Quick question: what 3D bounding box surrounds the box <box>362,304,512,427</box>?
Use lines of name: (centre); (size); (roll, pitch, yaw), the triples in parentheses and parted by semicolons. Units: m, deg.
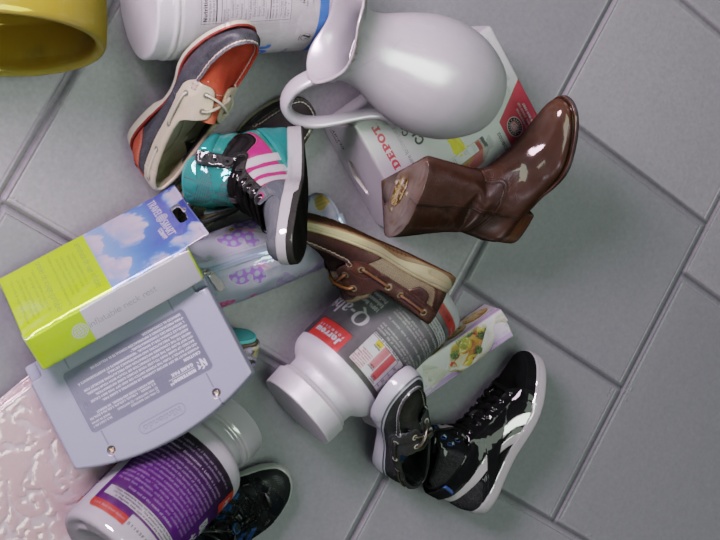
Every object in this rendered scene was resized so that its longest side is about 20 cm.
box: (0.083, 0.107, 1.670); (0.200, 0.041, 0.039); (-33, 109, -18)

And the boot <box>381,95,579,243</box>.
boot: (0.122, -0.109, 1.534); (0.199, 0.064, 0.187); (6, 116, -40)

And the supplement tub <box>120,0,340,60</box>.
supplement tub: (-0.128, -0.280, 1.466); (0.199, 0.132, 0.133); (-8, 100, -24)

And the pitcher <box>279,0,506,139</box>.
pitcher: (0.033, -0.190, 1.484); (0.199, 0.122, 0.172); (16, 134, -33)

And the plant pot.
plant pot: (-0.333, -0.294, 1.342); (0.200, 0.201, 0.190); (3, 79, -26)

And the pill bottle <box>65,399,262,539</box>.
pill bottle: (-0.192, 0.218, 1.485); (0.200, 0.111, 0.112); (-46, 114, -33)

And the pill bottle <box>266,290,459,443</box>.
pill bottle: (0.002, 0.084, 1.585); (0.200, 0.116, 0.116); (-44, 113, -15)

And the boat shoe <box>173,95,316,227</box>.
boat shoe: (-0.115, -0.108, 1.530); (0.201, 0.066, 0.072); (-42, 111, -16)

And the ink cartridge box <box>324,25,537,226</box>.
ink cartridge box: (0.083, -0.154, 1.611); (0.200, 0.083, 0.145); (-37, 110, -17)

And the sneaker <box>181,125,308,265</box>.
sneaker: (-0.113, -0.074, 1.416); (0.120, 0.200, 0.084); (-3, 125, 1)

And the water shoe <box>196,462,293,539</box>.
water shoe: (-0.145, 0.280, 1.559); (0.200, 0.079, 0.072); (-34, 110, -19)

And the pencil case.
pencil case: (-0.111, -0.016, 1.531); (0.199, 0.091, 0.083); (-20, 77, -24)

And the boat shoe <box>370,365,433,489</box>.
boat shoe: (0.052, 0.172, 1.590); (0.069, 0.057, 0.200); (-41, 156, -24)

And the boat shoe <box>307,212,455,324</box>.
boat shoe: (0.000, 0.000, 1.499); (0.199, 0.072, 0.072); (23, 94, -25)

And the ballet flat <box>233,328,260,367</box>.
ballet flat: (-0.200, 0.096, 1.518); (0.200, 0.072, 0.072); (2, 96, -25)

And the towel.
towel: (-0.334, 0.228, 1.485); (0.191, 0.032, 0.200); (-39, 115, -17)

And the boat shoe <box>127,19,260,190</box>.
boat shoe: (-0.159, -0.162, 1.443); (0.071, 0.063, 0.200); (11, 135, -45)

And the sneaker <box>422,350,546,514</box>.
sneaker: (0.133, 0.174, 1.684); (0.112, 0.073, 0.201); (23, 88, -28)

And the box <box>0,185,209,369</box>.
box: (-0.244, 0.003, 1.433); (0.200, 0.122, 0.048); (-29, 126, -9)

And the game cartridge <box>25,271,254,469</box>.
game cartridge: (-0.211, 0.106, 1.438); (0.199, 0.040, 0.134); (-28, 83, 2)
